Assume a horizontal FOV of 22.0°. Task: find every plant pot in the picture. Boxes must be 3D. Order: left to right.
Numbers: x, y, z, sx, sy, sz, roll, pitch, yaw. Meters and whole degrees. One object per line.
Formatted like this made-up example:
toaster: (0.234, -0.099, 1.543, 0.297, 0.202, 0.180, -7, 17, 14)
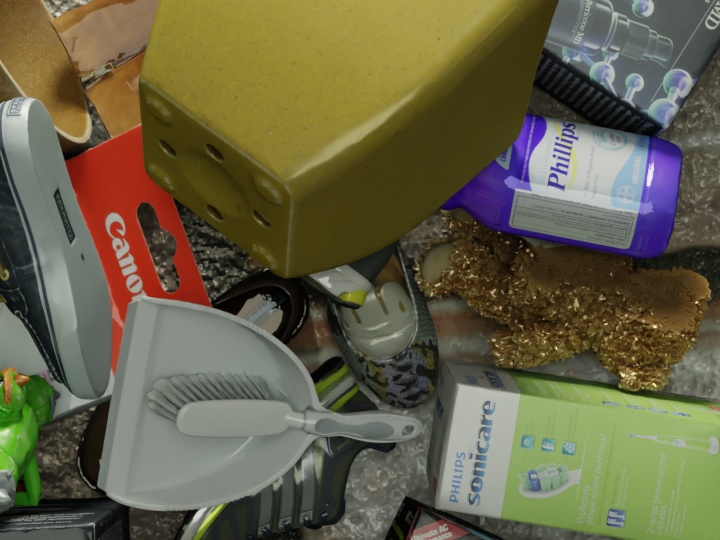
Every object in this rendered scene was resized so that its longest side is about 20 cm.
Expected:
plant pot: (-0.311, -0.122, 1.220, 0.199, 0.186, 0.187, -26, 87, 8)
plant pot: (-0.026, -0.115, 1.103, 0.194, 0.196, 0.200, 37, 67, 13)

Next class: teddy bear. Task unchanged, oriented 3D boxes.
teddy bear: (0.134, 0.012, 1.258, 0.199, 0.067, 0.145, 11, 51, 2)

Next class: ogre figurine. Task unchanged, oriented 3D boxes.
ogre figurine: (-0.257, 0.102, 1.148, 0.119, 0.200, 0.099, 4, 95, 2)

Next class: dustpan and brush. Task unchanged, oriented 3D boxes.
dustpan and brush: (-0.057, 0.092, 1.187, 0.199, 0.057, 0.140, 3, 107, -30)

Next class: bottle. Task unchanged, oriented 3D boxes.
bottle: (0.111, -0.064, 1.232, 0.199, 0.065, 0.084, 12, 51, 4)

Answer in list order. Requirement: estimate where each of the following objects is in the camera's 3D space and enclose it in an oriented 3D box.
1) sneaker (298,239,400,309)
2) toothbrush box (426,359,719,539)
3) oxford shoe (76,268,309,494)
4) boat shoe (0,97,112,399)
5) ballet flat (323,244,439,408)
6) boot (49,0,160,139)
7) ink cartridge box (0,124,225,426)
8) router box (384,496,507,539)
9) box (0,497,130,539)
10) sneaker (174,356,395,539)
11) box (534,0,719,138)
sneaker: (-0.055, -0.062, 1.215, 0.200, 0.074, 0.085, 41, 83, 6)
toothbrush box: (0.149, 0.119, 1.216, 0.199, 0.146, 0.087, 10, 93, -2)
oxford shoe: (-0.119, 0.072, 1.248, 0.073, 0.084, 0.200, 43, 88, 0)
boat shoe: (-0.219, -0.009, 1.161, 0.090, 0.071, 0.201, -8, 111, 12)
ballet flat: (0.000, 0.000, 1.261, 0.072, 0.072, 0.201, -17, 87, -2)
boot: (-0.085, -0.140, 1.260, 0.200, 0.068, 0.189, -32, 87, -8)
ink cartridge box: (-0.205, 0.013, 1.225, 0.199, 0.057, 0.163, -23, 86, 31)
router box: (0.088, 0.205, 1.183, 0.149, 0.200, 0.062, 25, 86, 0)
box: (-0.225, 0.205, 1.178, 0.147, 0.200, 0.105, -3, 87, 0)
sneaker: (-0.056, 0.155, 1.251, 0.081, 0.074, 0.200, 43, 88, -2)
box: (0.154, -0.201, 1.259, 0.200, 0.107, 0.149, 32, 86, 0)
